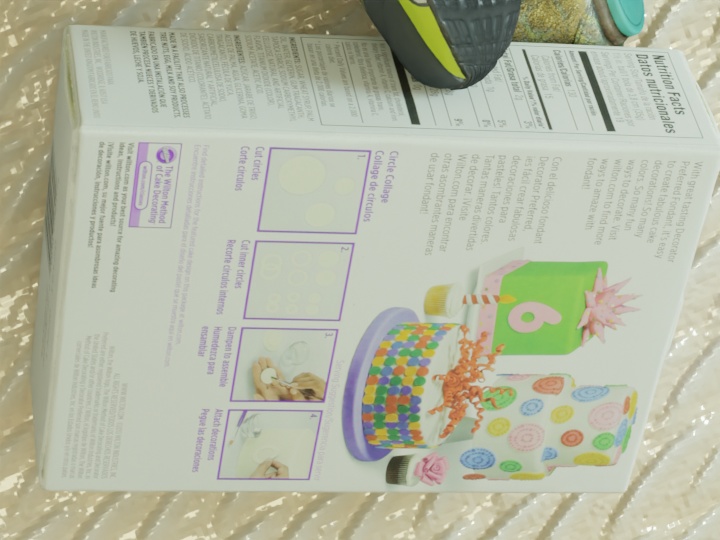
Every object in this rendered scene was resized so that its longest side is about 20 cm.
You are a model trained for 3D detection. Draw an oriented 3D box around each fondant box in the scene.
[{"bbox_3d":[0.000,0.000,0.859,0.200,0.058,0.144,2,128,-12],"label":"fondant box"}]

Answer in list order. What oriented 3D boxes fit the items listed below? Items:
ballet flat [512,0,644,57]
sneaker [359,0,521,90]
[{"bbox_3d":[0.037,-0.157,0.853,0.071,0.071,0.200,-17,106,-7],"label":"ballet flat"},{"bbox_3d":[-0.025,-0.136,0.823,0.081,0.074,0.200,-37,87,39],"label":"sneaker"}]
